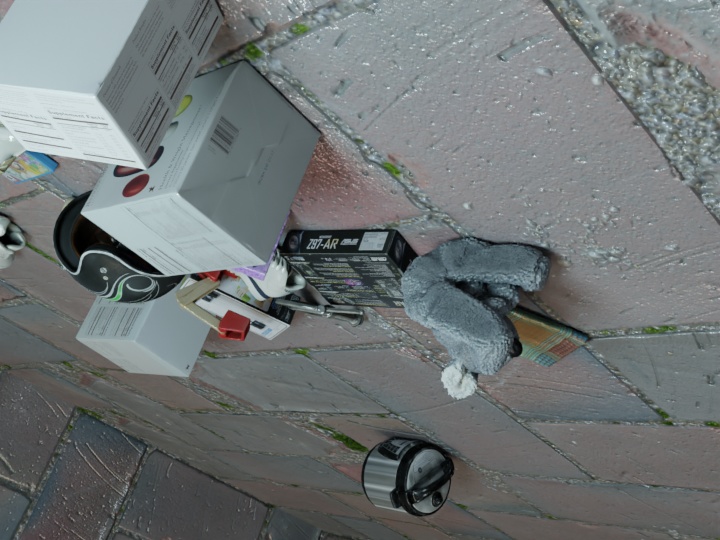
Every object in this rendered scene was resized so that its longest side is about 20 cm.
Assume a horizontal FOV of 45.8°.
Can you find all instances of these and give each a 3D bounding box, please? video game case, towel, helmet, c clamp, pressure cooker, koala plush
[{"bbox_3d":[-0.595,-0.209,1.346,0.143,0.018,0.200,-5,145,44],"label":"video game case"},{"bbox_3d":[0.236,0.094,1.339,0.200,0.022,0.147,21,156,-3],"label":"towel"},{"bbox_3d":[-0.362,-0.042,1.316,0.200,0.200,0.190,34,148,-28],"label":"helmet"},{"bbox_3d":[-0.053,0.073,1.442,0.170,0.027,0.200,8,175,15],"label":"c clamp"},{"bbox_3d":[0.125,0.504,2.072,0.179,0.176,0.200,34,156,-35],"label":"pressure cooker"},{"bbox_3d":[0.158,0.071,1.174,0.183,0.178,0.200,17,151,29],"label":"koala plush"}]

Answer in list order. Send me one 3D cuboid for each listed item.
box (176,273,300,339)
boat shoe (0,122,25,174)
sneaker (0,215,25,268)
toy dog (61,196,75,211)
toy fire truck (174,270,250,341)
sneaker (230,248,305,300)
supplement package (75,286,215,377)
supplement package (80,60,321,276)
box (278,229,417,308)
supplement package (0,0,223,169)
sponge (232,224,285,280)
[{"bbox_3d":[-0.223,0.047,1.537,0.200,0.060,0.117,28,154,-16],"label":"box"},{"bbox_3d":[-0.536,-0.174,1.249,0.075,0.069,0.200,16,167,-41],"label":"boat shoe"},{"bbox_3d":[-0.710,-0.051,1.689,0.099,0.078,0.200,16,156,1],"label":"sneaker"},{"bbox_3d":[-0.477,-0.042,1.504,0.132,0.097,0.200,13,154,15],"label":"toy dog"},{"bbox_3d":[-0.263,0.022,1.421,0.200,0.141,0.049,20,155,0],"label":"toy fire truck"},{"bbox_3d":[-0.160,-0.021,1.358,0.080,0.077,0.200,-5,152,22],"label":"sneaker"},{"bbox_3d":[-0.427,0.110,1.710,0.200,0.151,0.152,-2,147,40],"label":"supplement package"},{"bbox_3d":[-0.190,-0.115,1.027,0.200,0.192,0.147,-6,144,43],"label":"supplement package"},{"bbox_3d":[0.000,0.000,1.295,0.200,0.044,0.160,1,149,36],"label":"box"},{"bbox_3d":[-0.258,-0.222,0.849,0.155,0.200,0.111,10,154,20],"label":"supplement package"},{"bbox_3d":[-0.213,-0.071,1.230,0.200,0.112,0.030,21,157,-2],"label":"sponge"}]
